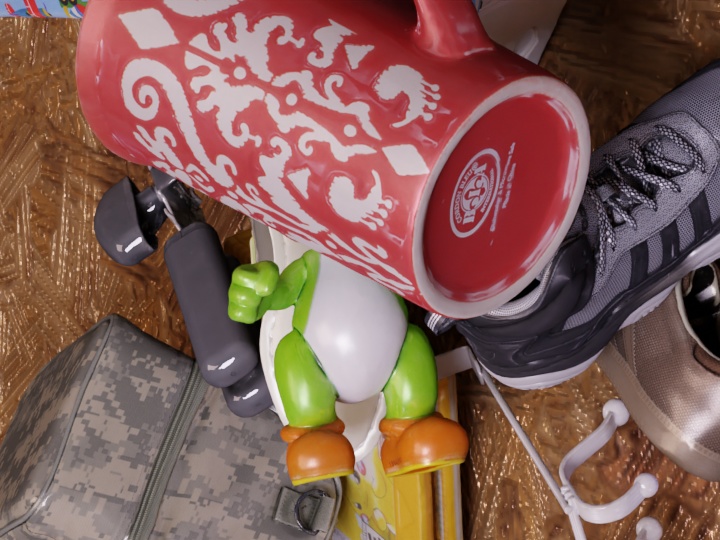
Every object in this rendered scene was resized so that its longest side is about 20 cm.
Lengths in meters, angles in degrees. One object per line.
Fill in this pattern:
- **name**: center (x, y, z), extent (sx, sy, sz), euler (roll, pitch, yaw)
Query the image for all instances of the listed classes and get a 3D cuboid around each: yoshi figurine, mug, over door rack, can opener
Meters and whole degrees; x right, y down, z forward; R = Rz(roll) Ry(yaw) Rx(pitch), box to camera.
- **yoshi figurine**: center (-0.002, -0.002, 1.320), extent (0.111, 0.112, 0.202), euler (-12, 80, 32)
- **mug**: center (-0.014, -0.083, 1.162), extent (0.200, 0.133, 0.178), euler (32, 153, 37)
- **over door rack**: center (0.105, 0.127, 1.344), extent (0.200, 0.066, 0.149), euler (36, 147, 60)
- **can opener**: center (-0.097, 0.010, 1.491), extent (0.053, 0.067, 0.200), euler (53, -170, -39)

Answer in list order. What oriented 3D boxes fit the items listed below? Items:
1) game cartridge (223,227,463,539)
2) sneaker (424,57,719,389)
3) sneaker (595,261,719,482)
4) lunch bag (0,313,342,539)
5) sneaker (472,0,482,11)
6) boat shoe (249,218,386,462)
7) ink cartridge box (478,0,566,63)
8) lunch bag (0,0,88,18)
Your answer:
- **game cartridge**: center (-0.013, 0.089, 1.523), extent (0.200, 0.032, 0.177), euler (34, 138, 44)
- **sneaker**: center (0.112, -0.030, 1.230), extent (0.200, 0.114, 0.076), euler (-46, 65, 11)
- **sneaker**: center (0.137, 0.012, 1.319), extent (0.076, 0.070, 0.200), euler (-51, 52, 17)
- **lunch bag**: center (-0.113, 0.127, 1.541), extent (0.200, 0.167, 0.140), euler (-36, 29, 64)
- **sneaker**: center (0.017, -0.181, 1.237), extent (0.071, 0.072, 0.202), euler (1, 97, 20)
- **boat shoe**: center (-0.021, -0.001, 1.423), extent (0.060, 0.072, 0.203), euler (47, -145, -88)
- **ink cartridge box**: center (0.004, -0.174, 1.366), extent (0.200, 0.083, 0.147), euler (52, 156, 15)
- **lunch bag**: center (-0.126, -0.224, 1.510), extent (0.150, 0.200, 0.095), euler (6, 127, 47)
